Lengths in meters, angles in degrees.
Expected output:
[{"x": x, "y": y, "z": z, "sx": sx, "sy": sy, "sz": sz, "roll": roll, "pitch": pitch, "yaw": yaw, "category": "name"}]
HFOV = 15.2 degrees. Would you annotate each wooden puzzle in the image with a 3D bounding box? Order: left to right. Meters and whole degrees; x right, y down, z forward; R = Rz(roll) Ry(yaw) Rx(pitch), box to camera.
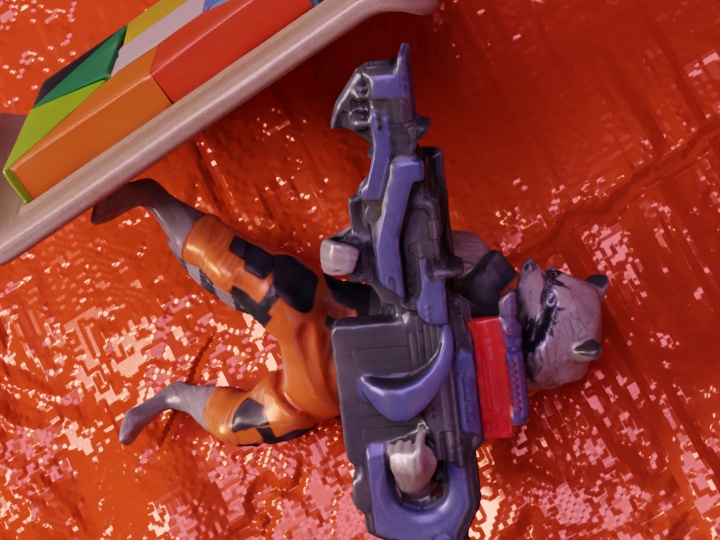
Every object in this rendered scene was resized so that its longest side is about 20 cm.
[{"x": -0.066, "y": -0.083, "z": 1.023, "sx": 0.199, "sy": 0.185, "sz": 0.037, "roll": -29, "pitch": 106, "yaw": 9, "category": "wooden puzzle"}]

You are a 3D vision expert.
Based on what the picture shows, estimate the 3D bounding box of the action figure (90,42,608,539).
[{"x": 0.000, "y": 0.000, "z": 1.005, "sx": 0.192, "sy": 0.105, "sz": 0.201, "roll": 8, "pitch": 113, "yaw": 15, "category": "action figure"}]
